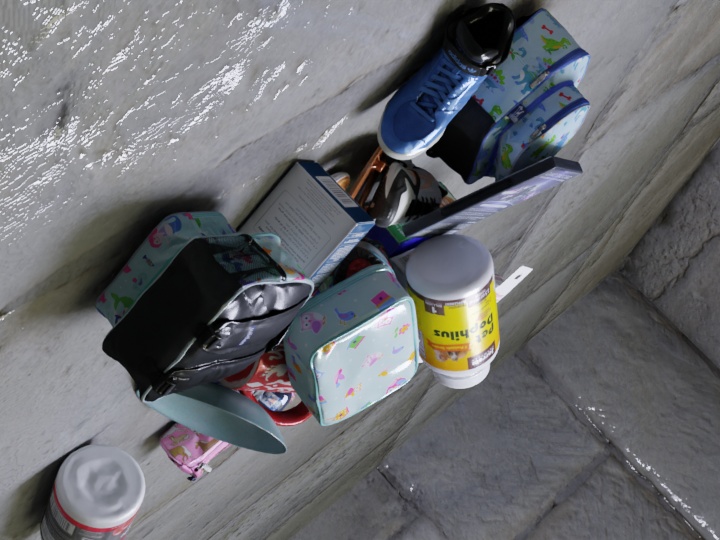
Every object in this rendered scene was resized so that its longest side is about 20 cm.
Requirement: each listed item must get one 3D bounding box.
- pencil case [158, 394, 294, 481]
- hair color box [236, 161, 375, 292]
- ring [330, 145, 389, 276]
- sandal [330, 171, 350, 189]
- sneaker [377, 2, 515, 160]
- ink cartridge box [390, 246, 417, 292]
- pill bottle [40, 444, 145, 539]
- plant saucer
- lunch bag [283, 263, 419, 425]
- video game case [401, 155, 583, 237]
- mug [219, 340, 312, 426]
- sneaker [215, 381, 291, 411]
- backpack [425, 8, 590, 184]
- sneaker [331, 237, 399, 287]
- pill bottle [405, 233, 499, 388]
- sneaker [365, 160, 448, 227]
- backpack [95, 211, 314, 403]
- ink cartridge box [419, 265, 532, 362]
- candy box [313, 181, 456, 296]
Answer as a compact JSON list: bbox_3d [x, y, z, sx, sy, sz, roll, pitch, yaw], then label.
[{"bbox_3d":[-0.189,0.209,1.791,0.200,0.087,0.083,-40,172,-12],"label":"pencil case"},{"bbox_3d":[-0.088,-0.015,1.397,0.200,0.100,0.061,-48,167,17],"label":"hair color box"},{"bbox_3d":[-0.010,-0.063,1.503,0.201,0.019,0.200,-60,176,-6],"label":"ring"},{"bbox_3d":[-0.074,-0.027,1.484,0.207,0.059,0.079,-47,165,15],"label":"sandal"},{"bbox_3d":[0.095,-0.212,1.369,0.200,0.077,0.111,-44,172,-14],"label":"sneaker"},{"bbox_3d":[0.042,0.040,1.732,0.200,0.047,0.160,-47,167,36],"label":"ink cartridge box"},{"bbox_3d":[-0.349,0.316,1.614,0.111,0.111,0.200,-32,162,-39],"label":"pill bottle"},{"bbox_3d":[-0.179,0.173,1.566,0.201,0.201,0.039,95,15,-69],"label":"plant saucer"},{"bbox_3d":[-0.006,0.088,1.474,0.160,0.077,0.200,-32,150,-16],"label":"lunch bag"},{"bbox_3d":[0.162,-0.086,1.525,0.200,0.019,0.143,-26,172,21],"label":"video game case"},{"bbox_3d":[-0.084,0.118,1.592,0.200,0.133,0.178,5,91,-44],"label":"mug"},{"bbox_3d":[-0.150,0.145,1.666,0.070,0.109,0.200,-44,167,7],"label":"sneaker"},{"bbox_3d":[0.194,-0.203,1.540,0.200,0.147,0.183,-44,169,-14],"label":"backpack"},{"bbox_3d":[0.000,0.000,1.539,0.079,0.096,0.200,-21,156,3],"label":"sneaker"},{"bbox_3d":[0.120,0.058,1.599,0.109,0.109,0.200,-37,140,-24],"label":"pill bottle"},{"bbox_3d":[0.061,-0.091,1.540,0.074,0.080,0.200,-61,175,21],"label":"sneaker"},{"bbox_3d":[-0.150,0.032,1.259,0.178,0.151,0.200,-47,158,25],"label":"backpack"},{"bbox_3d":[0.137,0.039,1.741,0.200,0.068,0.116,-42,169,10],"label":"ink cartridge box"},{"bbox_3d":[0.039,-0.027,1.762,0.200,0.077,0.169,-25,158,-54],"label":"candy box"}]
